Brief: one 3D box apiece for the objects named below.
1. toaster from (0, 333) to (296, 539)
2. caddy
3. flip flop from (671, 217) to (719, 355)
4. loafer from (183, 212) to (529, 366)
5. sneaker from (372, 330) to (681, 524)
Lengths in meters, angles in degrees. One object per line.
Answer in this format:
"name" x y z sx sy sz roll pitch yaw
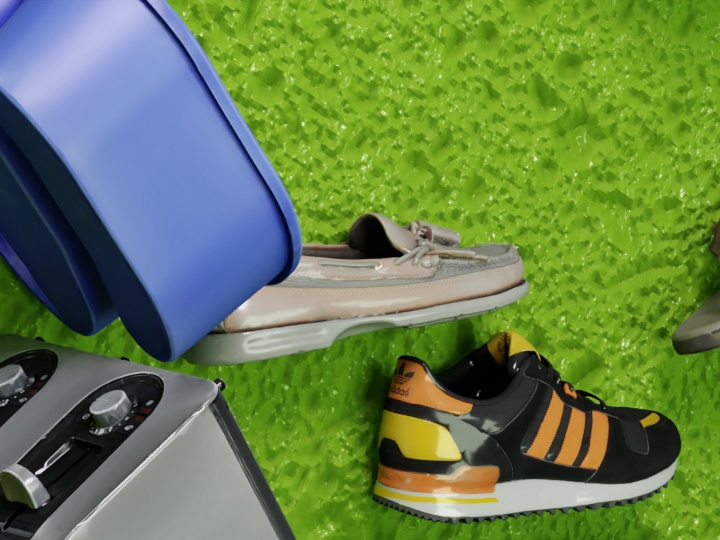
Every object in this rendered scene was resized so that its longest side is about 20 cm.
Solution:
"toaster" -0.107 0.139 1.166 0.119 0.181 0.200 -40 119 -27
"caddy" -0.105 -0.058 1.162 0.105 0.141 0.200 -44 123 -22
"flip flop" 0.229 -0.023 1.509 0.058 0.081 0.200 51 61 -14
"loafer" 0.000 0.000 1.313 0.199 0.072 0.063 -12 97 -37
"sneaker" 0.093 0.074 1.400 0.200 0.070 0.090 -6 103 -39
